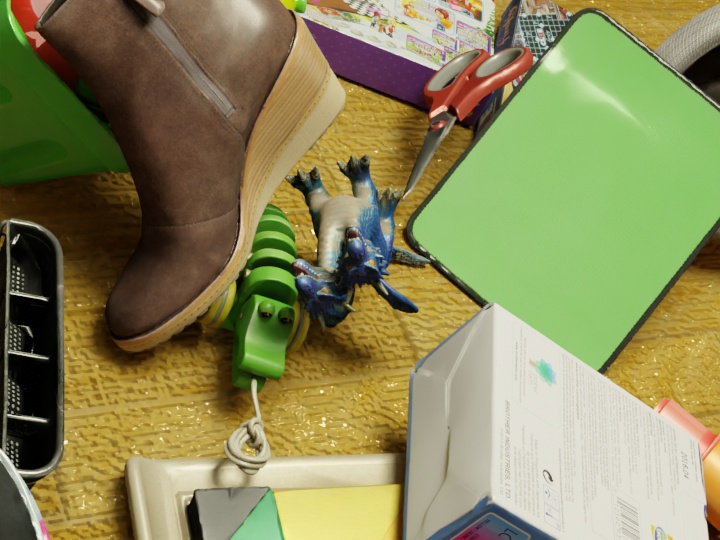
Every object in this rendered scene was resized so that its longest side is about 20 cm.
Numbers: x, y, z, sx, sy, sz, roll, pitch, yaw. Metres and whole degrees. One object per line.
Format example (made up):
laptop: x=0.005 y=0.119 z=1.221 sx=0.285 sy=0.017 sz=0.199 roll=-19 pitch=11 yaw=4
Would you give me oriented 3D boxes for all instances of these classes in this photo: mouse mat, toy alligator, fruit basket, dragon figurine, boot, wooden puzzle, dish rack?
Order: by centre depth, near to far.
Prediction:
dish rack: x=-0.246 y=0.037 z=0.745 sx=0.197 sy=0.055 sz=0.155 roll=10 pitch=47 yaw=-23
wooden puzzle: x=-0.013 y=0.171 z=0.777 sx=0.198 sy=0.037 sz=0.187 roll=5 pitch=50 yaw=-27
boot: x=-0.114 y=-0.075 z=0.814 sx=0.166 sy=0.201 sz=0.072 roll=40 pitch=-7 yaw=-35
toy alligator: x=-0.054 y=0.021 z=0.853 sx=0.059 sy=0.054 sz=0.201 roll=20 pitch=36 yaw=-22
fruit basket: x=-0.142 y=-0.161 z=0.879 sx=0.156 sy=0.213 sz=0.218 roll=49 pitch=25 yaw=-46
dragon figurine: x=0.000 y=0.000 z=0.889 sx=0.058 sy=0.200 sz=0.101 roll=-11 pitch=69 yaw=9
mouse mat: x=0.146 y=-0.050 z=0.994 sx=0.160 sy=0.008 sz=0.201 roll=40 pitch=87 yaw=7

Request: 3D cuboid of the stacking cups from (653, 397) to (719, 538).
stacking cups: x=0.251 y=0.154 z=0.934 sx=0.200 sy=0.061 sz=0.060 roll=44 pitch=44 yaw=13

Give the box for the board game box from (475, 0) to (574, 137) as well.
board game box: x=0.154 y=-0.108 z=1.117 sx=0.134 sy=0.035 sz=0.201 roll=29 pitch=43 yaw=-12

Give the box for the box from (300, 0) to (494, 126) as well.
box: x=0.002 y=-0.193 z=1.106 sx=0.198 sy=0.039 sz=0.138 roll=20 pitch=46 yaw=-14

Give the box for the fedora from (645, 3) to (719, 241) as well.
fedora: x=0.270 y=-0.116 z=1.069 sx=0.198 sy=0.179 sz=0.091 roll=-21 pitch=26 yaw=3

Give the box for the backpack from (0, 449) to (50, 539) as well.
backpack: x=-0.197 y=0.159 z=0.595 sx=0.176 sy=0.151 sz=0.202 roll=-5 pitch=62 yaw=-37

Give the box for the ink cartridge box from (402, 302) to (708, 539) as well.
ink cartridge box: x=0.120 y=0.131 z=0.841 sx=0.199 sy=0.076 sz=0.138 roll=31 pitch=40 yaw=-23

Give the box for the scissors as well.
scissors: x=0.048 y=-0.093 z=0.984 sx=0.200 sy=0.072 sz=0.014 roll=-51 pitch=127 yaw=-42
